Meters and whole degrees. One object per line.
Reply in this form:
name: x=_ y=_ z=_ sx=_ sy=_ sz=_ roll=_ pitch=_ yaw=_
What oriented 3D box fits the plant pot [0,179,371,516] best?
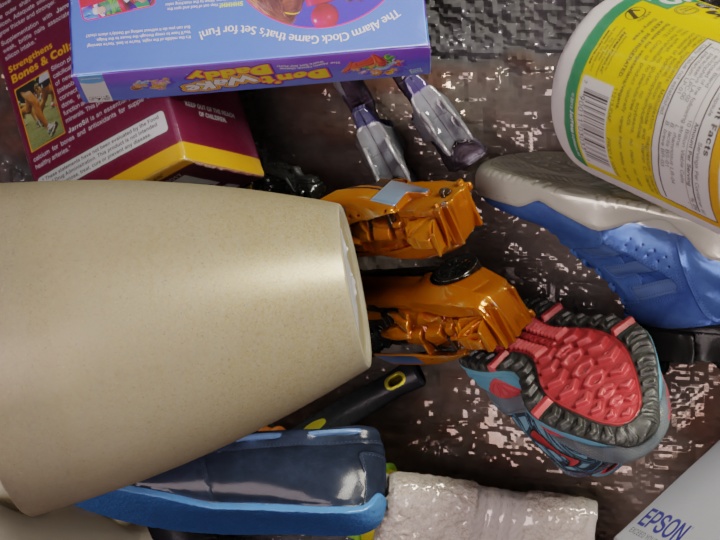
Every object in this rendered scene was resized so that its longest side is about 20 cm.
plant pot: x=-0.100 y=0.027 z=1.186 sx=0.200 sy=0.187 sz=0.188 roll=-10 pitch=99 yaw=5

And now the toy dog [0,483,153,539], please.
toy dog: x=-0.180 y=0.187 z=1.375 sx=0.200 sy=0.194 sz=0.140 roll=20 pitch=98 yaw=-18

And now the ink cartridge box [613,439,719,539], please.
ink cartridge box: x=0.246 y=0.106 z=1.119 sx=0.200 sy=0.196 sz=0.043 roll=-43 pitch=104 yaw=-8

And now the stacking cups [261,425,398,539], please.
stacking cups: x=-0.042 y=0.129 z=1.361 sx=0.200 sy=0.060 sz=0.061 roll=19 pitch=109 yaw=17

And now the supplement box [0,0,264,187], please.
supplement box: x=-0.149 y=-0.129 z=1.298 sx=0.110 sy=0.086 sz=0.200 roll=-26 pitch=72 yaw=27

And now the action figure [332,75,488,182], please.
action figure: x=-0.003 y=-0.139 z=1.271 sx=0.130 sy=0.069 sz=0.200 roll=-31 pitch=97 yaw=11

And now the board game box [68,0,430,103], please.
board game box: x=-0.065 y=-0.173 z=1.217 sx=0.200 sy=0.045 sz=0.135 roll=-4 pitch=75 yaw=1

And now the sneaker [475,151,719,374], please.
sneaker: x=0.152 y=0.002 z=1.239 sx=0.200 sy=0.077 sz=0.111 roll=15 pitch=114 yaw=25

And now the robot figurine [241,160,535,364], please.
robot figurine: x=0.000 y=0.000 z=1.276 sx=0.200 sy=0.058 sz=0.145 roll=-3 pitch=123 yaw=44

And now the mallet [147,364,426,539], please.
mallet: x=-0.054 y=0.102 z=1.329 sx=0.200 sy=0.041 sz=0.066 roll=-37 pitch=68 yaw=8

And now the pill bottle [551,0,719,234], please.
pill bottle: x=0.204 y=-0.074 z=1.136 sx=0.200 sy=0.113 sz=0.113 roll=31 pitch=117 yaw=48

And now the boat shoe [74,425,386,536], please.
boat shoe: x=-0.081 y=0.118 z=1.280 sx=0.200 sy=0.084 sz=0.069 roll=5 pitch=67 yaw=6

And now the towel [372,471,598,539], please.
towel: x=0.060 y=0.213 z=1.312 sx=0.132 sy=0.034 sz=0.200 roll=8 pitch=120 yaw=-6

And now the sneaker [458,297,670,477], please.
sneaker: x=0.134 y=0.076 z=1.223 sx=0.079 sy=0.200 sz=0.096 roll=-40 pitch=110 yaw=-6
